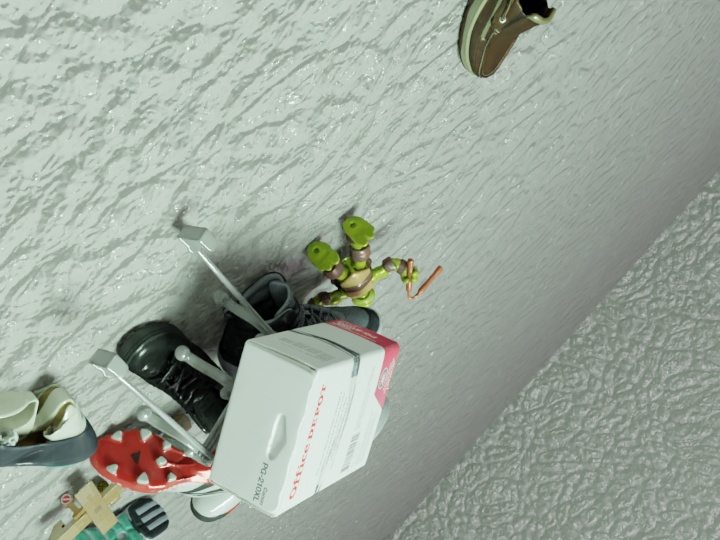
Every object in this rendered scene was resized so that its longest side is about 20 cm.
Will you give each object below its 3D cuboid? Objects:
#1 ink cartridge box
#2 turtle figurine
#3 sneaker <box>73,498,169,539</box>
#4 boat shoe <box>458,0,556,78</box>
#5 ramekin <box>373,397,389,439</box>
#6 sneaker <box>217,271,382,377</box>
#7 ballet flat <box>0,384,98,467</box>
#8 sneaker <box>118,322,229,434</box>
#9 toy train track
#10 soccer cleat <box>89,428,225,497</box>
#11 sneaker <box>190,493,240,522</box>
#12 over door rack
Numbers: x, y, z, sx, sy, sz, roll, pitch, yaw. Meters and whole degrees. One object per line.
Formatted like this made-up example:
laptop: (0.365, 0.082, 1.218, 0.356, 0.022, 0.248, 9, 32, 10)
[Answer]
ink cartridge box: (-0.050, 0.138, 0.858, 0.199, 0.083, 0.147, -5, 113, -66)
turtle figurine: (0.000, 0.000, 1.043, 0.197, 0.065, 0.162, -22, 148, 0)
sneaker: (-0.329, 0.363, 1.078, 0.199, 0.075, 0.088, -14, 147, -56)
boat shoe: (0.155, -0.264, 0.856, 0.074, 0.075, 0.204, -34, 156, -27)
ramekin: (-0.071, 0.171, 1.067, 0.198, 0.099, 0.201, -26, -166, 7)
sneaker: (-0.063, 0.057, 0.964, 0.196, 0.076, 0.115, -10, 142, -17)
ballet flat: (-0.289, 0.135, 0.749, 0.073, 0.073, 0.199, -50, 156, 12)
sneaker: (-0.168, 0.123, 0.899, 0.060, 0.104, 0.200, -43, 159, -2)
toy train track: (-0.281, 0.236, 1.000, 0.200, 0.032, 0.116, -42, 152, -26)
soccer cleat: (-0.204, 0.223, 0.965, 0.196, 0.070, 0.085, 7, 148, -19)
sneaker: (-0.160, 0.263, 1.224, 0.200, 0.067, 0.109, -34, 156, -37)
over door rack: (-0.159, 0.070, 0.798, 0.149, 0.066, 0.201, -59, 147, -25)
